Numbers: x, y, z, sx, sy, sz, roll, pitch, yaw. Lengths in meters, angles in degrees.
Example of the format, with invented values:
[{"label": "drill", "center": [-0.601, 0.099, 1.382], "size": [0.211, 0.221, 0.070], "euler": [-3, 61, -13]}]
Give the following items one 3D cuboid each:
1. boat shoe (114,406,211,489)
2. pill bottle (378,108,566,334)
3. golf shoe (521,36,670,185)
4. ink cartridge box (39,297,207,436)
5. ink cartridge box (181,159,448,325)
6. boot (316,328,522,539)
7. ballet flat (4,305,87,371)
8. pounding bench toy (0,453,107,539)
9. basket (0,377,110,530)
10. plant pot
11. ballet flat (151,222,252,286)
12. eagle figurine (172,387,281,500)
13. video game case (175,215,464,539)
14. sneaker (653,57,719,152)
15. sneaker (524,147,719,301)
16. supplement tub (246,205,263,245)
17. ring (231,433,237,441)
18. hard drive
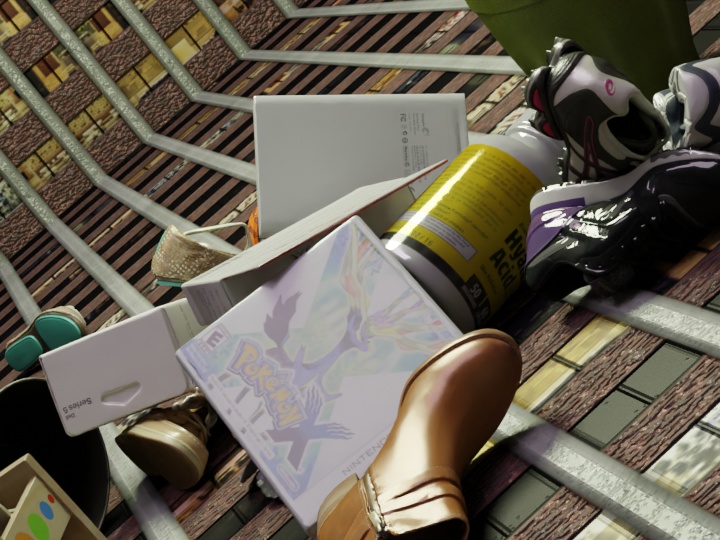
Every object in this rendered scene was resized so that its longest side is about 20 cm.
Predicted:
[{"label": "boat shoe", "center": [-0.175, 0.152, 1.747], "size": [0.065, 0.071, 0.200], "euler": [-44, 14, -16]}, {"label": "pill bottle", "center": [0.104, -0.040, 1.545], "size": [0.200, 0.112, 0.111], "euler": [-46, 16, -22]}, {"label": "golf shoe", "center": [0.191, -0.090, 1.413], "size": [0.088, 0.200, 0.078], "euler": [26, 78, 37]}, {"label": "ink cartridge box", "center": [-0.190, 0.082, 1.803], "size": [0.144, 0.085, 0.200], "euler": [-22, -1, 20]}, {"label": "ink cartridge box", "center": [-0.032, -0.020, 1.583], "size": [0.199, 0.045, 0.176], "euler": [-30, 8, -25]}, {"label": "boot", "center": [0.051, 0.136, 1.247], "size": [0.201, 0.073, 0.155], "euler": [-52, 13, 3]}, {"label": "ballet flat", "center": [-0.415, 0.081, 2.563], "size": [0.199, 0.068, 0.067], "euler": [-21, 16, 47]}, {"label": "pounding bench toy", "center": [-0.337, 0.290, 1.636], "size": [0.199, 0.125, 0.156], "euler": [-35, 16, 19]}, {"label": "basket", "center": [-0.341, 0.212, 1.845], "size": [0.135, 0.182, 0.200], "euler": [-1, -13, -28]}, {"label": "plant pot", "center": [0.203, -0.229, 1.663], "size": [0.199, 0.194, 0.201], "euler": [-27, 22, 12]}, {"label": "ballet flat", "center": [-0.097, -0.010, 1.791], "size": [0.070, 0.198, 0.066], "euler": [-163, 79, -73]}, {"label": "eagle figurine", "center": [-0.051, 0.109, 1.528], "size": [0.198, 0.150, 0.154], "euler": [11, 89, 34]}, {"label": "video game case", "center": [-0.019, 0.075, 1.425], "size": [0.182, 0.022, 0.200], "euler": [-37, 55, -7]}, {"label": "sneaker", "center": [0.291, -0.117, 1.405], "size": [0.128, 0.080, 0.199], "euler": [-9, -15, 2]}, {"label": "sneaker", "center": [0.203, -0.023, 1.379], "size": [0.199, 0.075, 0.088], "euler": [-18, 51, 46]}, {"label": "supplement tub", "center": [-0.018, -0.053, 1.861], "size": [0.199, 0.123, 0.123], "euler": [-24, 21, 48]}, {"label": "ring", "center": [-0.044, 0.084, 1.730], "size": [0.200, 0.019, 0.201], "euler": [-37, 14, 11]}, {"label": "hard drive", "center": [0.002, -0.097, 1.746], "size": [0.198, 0.134, 0.025], "euler": [-1, -15, -8]}]
